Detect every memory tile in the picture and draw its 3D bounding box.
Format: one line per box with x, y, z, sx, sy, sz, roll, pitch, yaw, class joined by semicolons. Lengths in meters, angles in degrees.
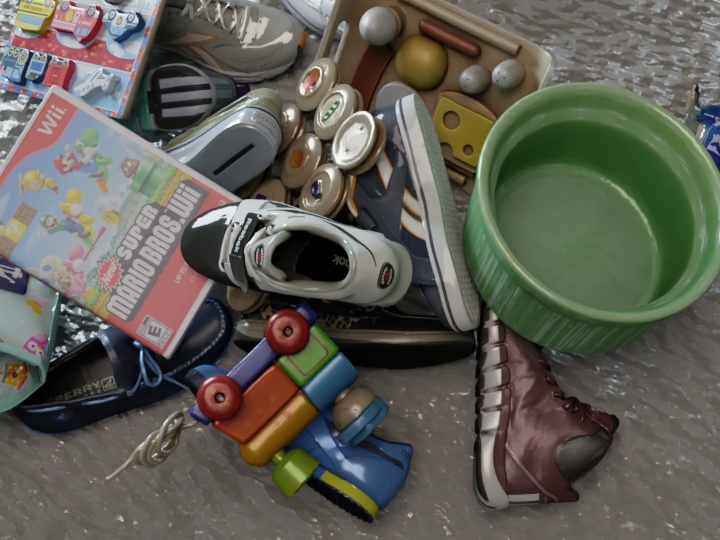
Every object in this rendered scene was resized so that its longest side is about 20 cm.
-0.064;-0.073;1.082;0.200;0.017;0.154;-50;40;16;memory tile

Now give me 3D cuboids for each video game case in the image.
-0.204;-0.040;1.064;0.199;0.017;0.144;31;83;0;video game case

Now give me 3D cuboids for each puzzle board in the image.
-0.251;-0.223;1.162;0.199;0.017;0.152;17;89;40;puzzle board

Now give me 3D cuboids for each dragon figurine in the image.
0.308;-0.091;1.081;0.099;0.059;0.202;21;75;15;dragon figurine

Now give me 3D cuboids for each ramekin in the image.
0.174;-0.034;1.004;0.198;0.098;0.202;5;64;-10;ramekin

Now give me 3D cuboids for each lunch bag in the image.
-0.344;0.031;1.082;0.198;0.123;0.171;-7;43;4;lunch bag

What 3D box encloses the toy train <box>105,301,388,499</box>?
-0.081;0.129;0.990;0.200;0.085;0.116;-44;89;-8;toy train

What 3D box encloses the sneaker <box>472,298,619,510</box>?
0.150;0.092;1.043;0.114;0.076;0.202;3;81;3;sneaker

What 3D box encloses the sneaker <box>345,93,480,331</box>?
0.039;-0.038;1.046;0.079;0.078;0.202;-20;68;15;sneaker

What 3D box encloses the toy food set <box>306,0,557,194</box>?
0.053;-0.151;1.099;0.199;0.060;0.145;29;117;17;toy food set

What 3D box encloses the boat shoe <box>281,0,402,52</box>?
0.005;-0.241;1.174;0.199;0.067;0.074;30;77;17;boat shoe

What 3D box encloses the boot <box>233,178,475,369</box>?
-0.001;-0.001;1.089;0.201;0.074;0.155;2;70;10;boot

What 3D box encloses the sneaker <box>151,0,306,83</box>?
-0.148;-0.230;1.180;0.198;0.092;0.076;11;74;12;sneaker

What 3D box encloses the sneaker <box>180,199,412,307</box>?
-0.066;-0.018;0.987;0.198;0.088;0.075;7;89;28;sneaker

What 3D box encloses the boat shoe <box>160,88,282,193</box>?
-0.137;-0.088;1.119;0.199;0.072;0.062;-26;28;33;boat shoe

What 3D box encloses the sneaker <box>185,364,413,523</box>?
-0.049;0.122;1.060;0.199;0.066;0.079;30;72;15;sneaker

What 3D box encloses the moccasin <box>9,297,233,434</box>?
-0.198;0.084;1.090;0.199;0.068;0.081;-31;69;-3;moccasin

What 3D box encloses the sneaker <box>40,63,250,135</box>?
-0.198;-0.151;1.185;0.198;0.087;0.075;5;100;31;sneaker
